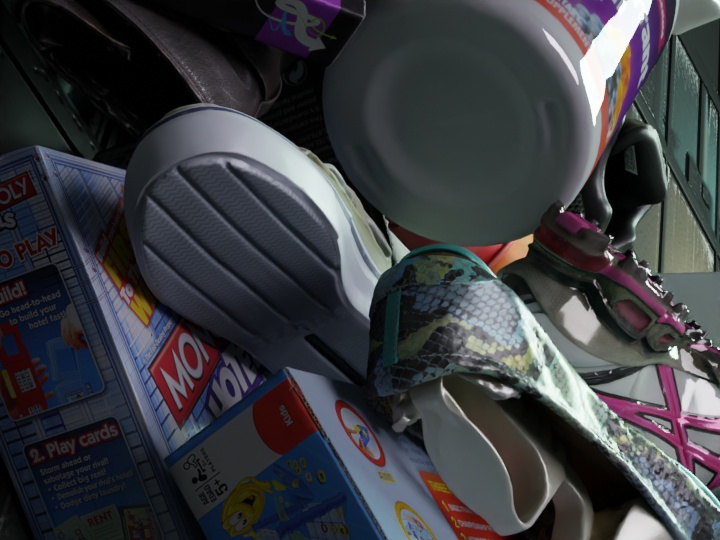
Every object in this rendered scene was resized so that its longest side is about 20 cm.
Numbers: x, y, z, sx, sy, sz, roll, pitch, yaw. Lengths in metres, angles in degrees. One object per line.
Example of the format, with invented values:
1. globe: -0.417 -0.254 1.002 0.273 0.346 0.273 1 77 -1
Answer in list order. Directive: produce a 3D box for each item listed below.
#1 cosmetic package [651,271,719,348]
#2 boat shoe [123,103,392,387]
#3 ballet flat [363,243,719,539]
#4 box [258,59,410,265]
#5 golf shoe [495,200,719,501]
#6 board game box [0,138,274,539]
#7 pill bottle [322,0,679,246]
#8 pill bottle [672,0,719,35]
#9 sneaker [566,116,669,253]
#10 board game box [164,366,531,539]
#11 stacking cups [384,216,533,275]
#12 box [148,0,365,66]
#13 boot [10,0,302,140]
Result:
1. cosmetic package: 0.159 0.139 1.346 0.200 0.122 0.200 56 49 -35
2. boat shoe: -0.034 -0.013 1.007 0.200 0.072 0.062 53 21 -59
3. ballet flat: 0.066 0.077 0.999 0.200 0.074 0.074 43 32 -28
4. box: 0.000 0.000 1.228 0.100 0.075 0.201 -16 85 -68
5. golf shoe: 0.106 0.055 1.107 0.200 0.092 0.073 39 1 -40
6. board game box: -0.079 0.029 1.025 0.201 0.061 0.200 64 22 -19
7. pill bottle: 0.067 -0.102 1.151 0.112 0.111 0.200 63 30 -19
8. pill bottle: 0.067 -0.129 1.319 0.114 0.199 0.115 51 29 -42
9. sneaker: 0.106 -0.077 1.494 0.076 0.114 0.200 49 28 -46
10. board game box: 0.040 0.139 0.987 0.196 0.056 0.200 59 16 21
11. stacking cups: 0.091 0.036 1.182 0.200 0.060 0.061 44 29 -15
12. box: -0.092 -0.166 1.055 0.199 0.036 0.144 20 45 -20
13. boot: -0.084 -0.131 1.093 0.200 0.069 0.174 43 34 4
